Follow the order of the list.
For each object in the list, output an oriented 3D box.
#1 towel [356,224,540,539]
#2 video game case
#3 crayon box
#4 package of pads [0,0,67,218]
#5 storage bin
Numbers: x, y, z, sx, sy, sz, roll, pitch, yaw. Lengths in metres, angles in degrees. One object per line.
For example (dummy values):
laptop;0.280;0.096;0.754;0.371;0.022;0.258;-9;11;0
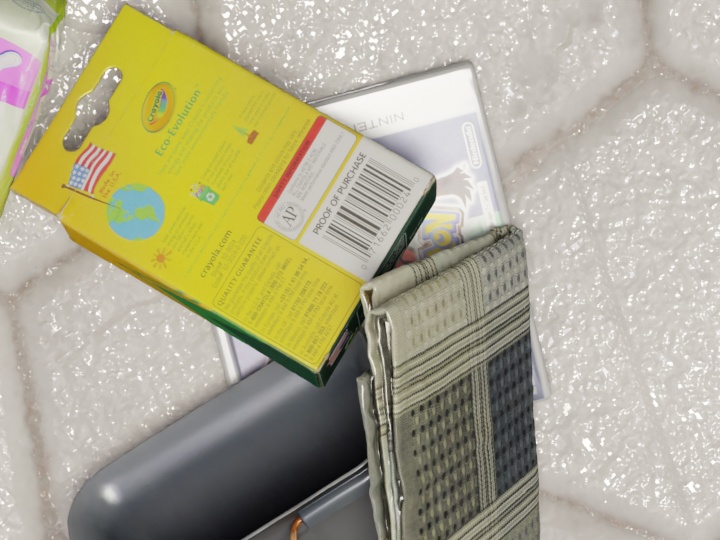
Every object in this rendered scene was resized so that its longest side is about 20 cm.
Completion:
towel;0.047;0.087;1.292;0.034;0.200;0.194;1;103;24
video game case;0.000;0.000;1.374;0.181;0.023;0.202;-14;101;0
crayon box;-0.073;-0.042;1.311;0.199;0.051;0.127;31;80;9
package of pads;-0.256;-0.080;1.307;0.153;0.068;0.201;22;111;-6
storage bin;-0.039;0.155;1.335;0.199;0.146;0.135;-33;124;8
